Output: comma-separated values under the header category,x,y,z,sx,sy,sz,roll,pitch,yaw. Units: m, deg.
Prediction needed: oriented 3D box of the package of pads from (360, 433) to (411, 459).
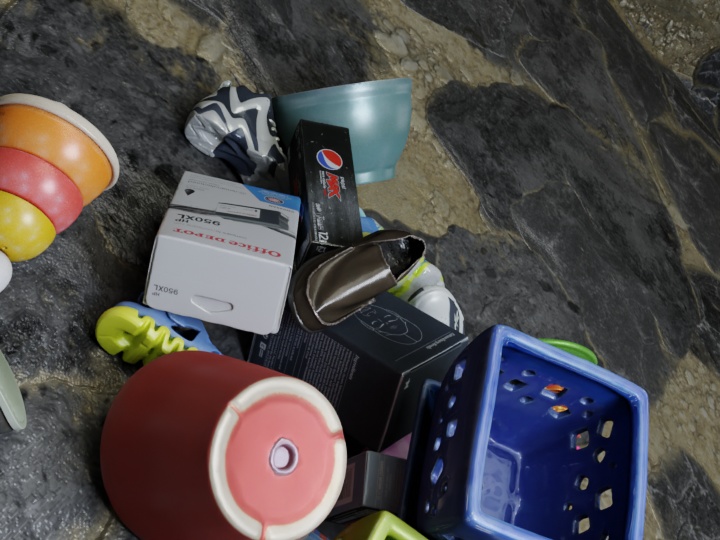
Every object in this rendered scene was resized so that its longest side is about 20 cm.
category,x,y,z,sx,sy,sz,roll,pitch,yaw
package of pads,0.077,0.281,1.210,0.201,0.075,0.120,52,38,-3

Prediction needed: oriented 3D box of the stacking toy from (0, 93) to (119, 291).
category,x,y,z,sx,sy,sz,roll,pitch,yaw
stacking toy,-0.341,-0.059,1.006,0.146,0.146,0.202,34,59,-24

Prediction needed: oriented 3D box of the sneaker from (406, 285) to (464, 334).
category,x,y,z,sx,sy,sz,roll,pitch,yaw
sneaker,0.109,0.126,1.260,0.079,0.201,0.130,-10,34,-14

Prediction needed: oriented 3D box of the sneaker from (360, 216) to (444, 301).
category,x,y,z,sx,sy,sz,roll,pitch,yaw
sneaker,0.039,-0.016,1.312,0.105,0.076,0.200,52,5,34

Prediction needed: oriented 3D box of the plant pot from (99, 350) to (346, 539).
category,x,y,z,sx,sy,sz,roll,pitch,yaw
plant pot,-0.117,0.171,0.942,0.199,0.177,0.203,6,81,-36

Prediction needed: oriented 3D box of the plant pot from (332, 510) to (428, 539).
category,x,y,z,sx,sy,sz,roll,pitch,yaw
plant pot,0.006,0.369,0.950,0.199,0.181,0.201,40,53,-16

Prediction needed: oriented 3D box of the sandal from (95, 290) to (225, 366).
category,x,y,z,sx,sy,sz,roll,pitch,yaw
sandal,-0.181,0.084,1.083,0.200,0.079,0.087,42,34,-19

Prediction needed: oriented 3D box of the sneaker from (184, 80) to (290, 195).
category,x,y,z,sx,sy,sz,roll,pitch,yaw
sneaker,-0.127,-0.174,1.345,0.198,0.079,0.130,33,48,-11

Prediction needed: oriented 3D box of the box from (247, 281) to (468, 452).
category,x,y,z,sx,sy,sz,roll,pitch,yaw
box,-0.003,0.095,1.172,0.199,0.108,0.148,29,27,27

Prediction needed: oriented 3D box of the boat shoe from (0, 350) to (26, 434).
category,x,y,z,sx,sy,sz,roll,pitch,yaw
boat shoe,-0.367,0.062,0.905,0.203,0.060,0.072,63,-8,-3

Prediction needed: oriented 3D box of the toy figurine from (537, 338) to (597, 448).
category,x,y,z,sx,sy,sz,roll,pitch,yaw
toy figurine,0.274,0.223,1.471,0.200,0.149,0.186,47,43,-53

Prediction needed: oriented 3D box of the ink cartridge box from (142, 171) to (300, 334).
category,x,y,z,sx,sy,sz,roll,pitch,yaw
ink cartridge box,-0.144,-0.024,1.106,0.143,0.085,0.200,13,24,-7

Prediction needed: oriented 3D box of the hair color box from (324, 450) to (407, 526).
category,x,y,z,sx,sy,sz,roll,pitch,yaw
hair color box,0.068,0.253,1.099,0.198,0.099,0.061,17,63,-23

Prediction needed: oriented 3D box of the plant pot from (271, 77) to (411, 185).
category,x,y,z,sx,sy,sz,roll,pitch,yaw
plant pot,-0.018,-0.185,1.407,0.200,0.199,0.136,-18,102,-53

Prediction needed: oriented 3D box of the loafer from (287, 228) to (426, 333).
category,x,y,z,sx,sy,sz,roll,pitch,yaw
loafer,0.000,0.000,1.100,0.200,0.071,0.074,-37,104,-42

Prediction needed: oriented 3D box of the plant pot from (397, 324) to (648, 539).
category,x,y,z,sx,sy,sz,roll,pitch,yaw
plant pot,0.148,0.196,0.998,0.198,0.180,0.202,24,59,-19

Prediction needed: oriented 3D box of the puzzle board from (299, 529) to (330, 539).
category,x,y,z,sx,sy,sz,roll,pitch,yaw
puzzle board,-0.049,0.345,1.069,0.200,0.017,0.151,41,38,-18

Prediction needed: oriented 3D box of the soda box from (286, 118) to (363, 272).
category,x,y,z,sx,sy,sz,roll,pitch,yaw
soda box,-0.044,-0.087,1.231,0.070,0.064,0.202,8,51,-20

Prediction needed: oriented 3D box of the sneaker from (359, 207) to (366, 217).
category,x,y,z,sx,sy,sz,roll,pitch,yaw
sneaker,0.026,0.002,1.375,0.201,0.082,0.074,51,37,-5
